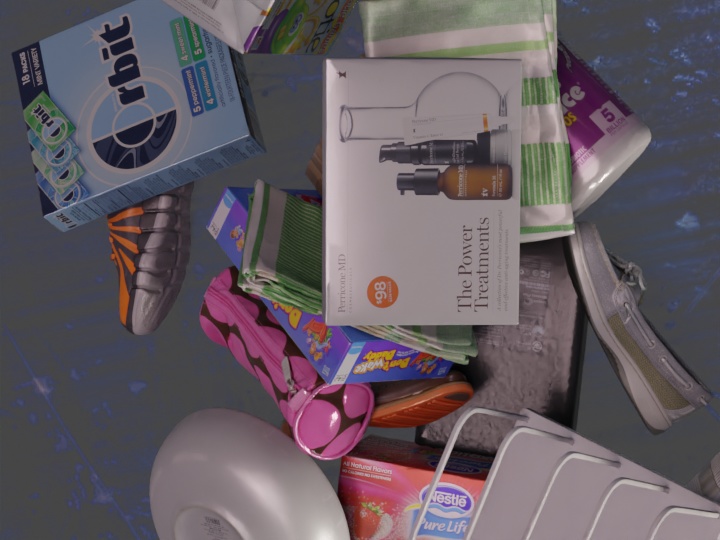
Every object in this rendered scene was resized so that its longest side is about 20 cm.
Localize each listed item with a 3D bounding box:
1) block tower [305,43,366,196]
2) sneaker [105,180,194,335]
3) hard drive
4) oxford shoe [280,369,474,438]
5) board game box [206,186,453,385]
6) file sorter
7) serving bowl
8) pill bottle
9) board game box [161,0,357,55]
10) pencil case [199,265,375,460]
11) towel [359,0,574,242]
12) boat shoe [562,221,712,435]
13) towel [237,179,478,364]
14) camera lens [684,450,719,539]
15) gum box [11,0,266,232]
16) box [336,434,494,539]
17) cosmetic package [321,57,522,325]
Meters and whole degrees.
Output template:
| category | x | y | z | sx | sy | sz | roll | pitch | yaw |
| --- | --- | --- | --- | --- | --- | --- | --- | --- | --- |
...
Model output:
| category | x | y | z | sx | sy | sz | roll | pitch | yaw |
| --- | --- | --- | --- | --- | --- | --- | --- | --- | --- |
| block tower | 0.013 | -0.127 | 1.602 | 0.054 | 0.058 | 0.201 | 53 | 143 | 22 |
| sneaker | -0.213 | -0.047 | 1.737 | 0.111 | 0.077 | 0.202 | 9 | 88 | 20 |
| hard drive | 0.123 | 0.061 | 1.657 | 0.138 | 0.033 | 0.202 | 8 | 99 | 17 |
| oxford shoe | 0.009 | 0.101 | 1.662 | 0.199 | 0.071 | 0.074 | -13 | 72 | 34 |
| board game box | -0.021 | 0.009 | 1.601 | 0.200 | 0.134 | 0.045 | 50 | 124 | 35 |
| file sorter | 0.156 | 0.203 | 1.488 | 0.199 | 0.124 | 0.140 | 25 | 95 | 34 |
| serving bowl | -0.107 | 0.219 | 1.643 | 0.199 | 0.066 | 0.202 | 18 | 125 | 28 |
| pill bottle | 0.135 | -0.143 | 1.588 | 0.200 | 0.112 | 0.112 | 46 | 107 | 7 |
| board game box | -0.076 | -0.248 | 1.595 | 0.104 | 0.200 | 0.103 | 34 | 105 | 12 |
| pencil case | -0.068 | 0.071 | 1.640 | 0.200 | 0.093 | 0.091 | 43 | 107 | 46 |
| towel | 0.087 | -0.118 | 1.502 | 0.151 | 0.023 | 0.202 | -8 | 97 | -3 |
| boat shoe | 0.223 | 0.040 | 1.586 | 0.064 | 0.075 | 0.203 | -27 | 108 | 5 |
| towel | 0.000 | 0.000 | 1.556 | 0.198 | 0.153 | 0.024 | 20 | 121 | -11 |
| camera lens | 0.312 | 0.235 | 1.550 | 0.160 | 0.160 | 0.200 | 45 | 107 | 8 |
| gum box | -0.196 | -0.147 | 1.683 | 0.199 | 0.045 | 0.171 | -21 | 66 | 11 |
| box | 0.082 | 0.212 | 1.654 | 0.198 | 0.095 | 0.101 | 9 | 98 | 16 |
| cosmetic package | 0.045 | -0.060 | 1.461 | 0.149 | 0.052 | 0.202 | 0 | 95 | -3 |
